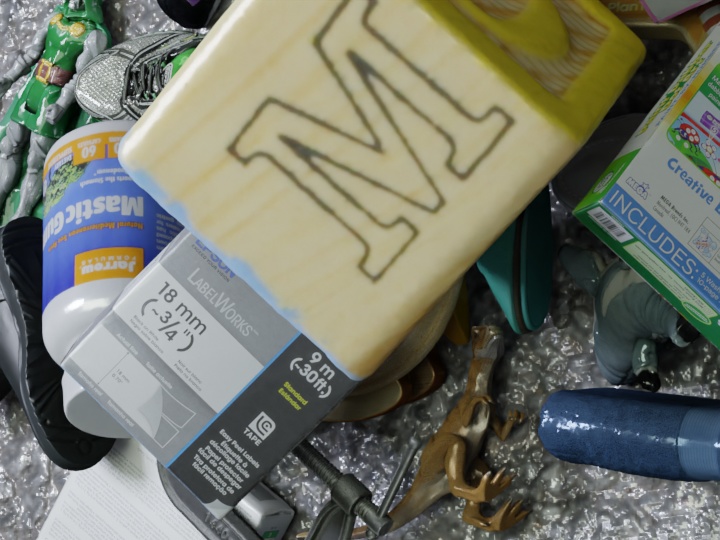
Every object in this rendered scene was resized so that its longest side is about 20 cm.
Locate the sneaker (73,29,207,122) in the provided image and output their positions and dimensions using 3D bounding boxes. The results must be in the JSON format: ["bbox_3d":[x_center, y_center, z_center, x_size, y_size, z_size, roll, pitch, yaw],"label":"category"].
[{"bbox_3d":[-0.124,-0.138,1.632,0.199,0.085,0.079,-4,85,34],"label":"sneaker"}]

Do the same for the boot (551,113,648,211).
[{"bbox_3d":[0.186,-0.067,1.415,0.199,0.095,0.074,-5,85,35],"label":"boot"}]

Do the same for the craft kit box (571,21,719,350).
[{"bbox_3d":[0.248,-0.041,1.287,0.200,0.048,0.198,43,73,-8],"label":"craft kit box"}]

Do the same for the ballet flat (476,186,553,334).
[{"bbox_3d":[0.087,-0.059,1.466,0.070,0.067,0.201,10,114,21],"label":"ballet flat"}]

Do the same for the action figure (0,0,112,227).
[{"bbox_3d":[-0.233,-0.123,1.724,0.118,0.055,0.201,25,97,35],"label":"action figure"}]

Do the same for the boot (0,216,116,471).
[{"bbox_3d":[-0.254,0.070,1.685,0.162,0.073,0.199,-35,69,49],"label":"boot"}]

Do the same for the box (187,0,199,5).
[{"bbox_3d":[-0.085,-0.298,1.593,0.200,0.039,0.137,-40,74,1],"label":"box"}]

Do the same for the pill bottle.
[{"bbox_3d":[-0.163,0.007,1.597,0.112,0.112,0.201,-25,52,29],"label":"pill bottle"}]

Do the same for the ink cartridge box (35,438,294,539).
[{"bbox_3d":[-0.154,0.207,1.653,0.161,0.050,0.201,37,109,29],"label":"ink cartridge box"}]

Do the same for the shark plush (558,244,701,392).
[{"bbox_3d":[0.181,0.034,1.379,0.200,0.090,0.084,-171,90,-73],"label":"shark plush"}]

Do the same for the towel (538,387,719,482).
[{"bbox_3d":[0.212,0.103,1.379,0.199,0.111,0.049,5,91,33],"label":"towel"}]

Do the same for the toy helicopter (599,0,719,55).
[{"bbox_3d":[0.207,-0.167,1.418,0.199,0.079,0.133,0,66,23],"label":"toy helicopter"}]

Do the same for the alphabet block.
[{"bbox_3d":[0.015,-0.097,1.331,0.196,0.195,0.200,41,119,-2],"label":"alphabet block"}]

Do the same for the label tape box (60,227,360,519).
[{"bbox_3d":[-0.069,0.033,1.465,0.144,0.063,0.200,44,101,-5],"label":"label tape box"}]

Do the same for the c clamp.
[{"bbox_3d":[-0.054,0.129,1.548,0.200,0.027,0.172,35,118,30],"label":"c clamp"}]

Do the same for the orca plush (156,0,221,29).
[{"bbox_3d":[-0.116,-0.275,1.643,0.105,0.071,0.201,31,103,31],"label":"orca plush"}]

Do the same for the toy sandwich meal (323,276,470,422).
[{"bbox_3d":[0.000,0.000,1.555,0.204,0.070,0.207,-5,81,32],"label":"toy sandwich meal"}]

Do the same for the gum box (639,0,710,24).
[{"bbox_3d":[0.241,-0.242,1.367,0.199,0.066,0.114,-23,47,19],"label":"gum box"}]

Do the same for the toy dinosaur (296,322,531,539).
[{"bbox_3d":[0.056,0.130,1.523,0.106,0.060,0.201,44,106,41],"label":"toy dinosaur"}]
